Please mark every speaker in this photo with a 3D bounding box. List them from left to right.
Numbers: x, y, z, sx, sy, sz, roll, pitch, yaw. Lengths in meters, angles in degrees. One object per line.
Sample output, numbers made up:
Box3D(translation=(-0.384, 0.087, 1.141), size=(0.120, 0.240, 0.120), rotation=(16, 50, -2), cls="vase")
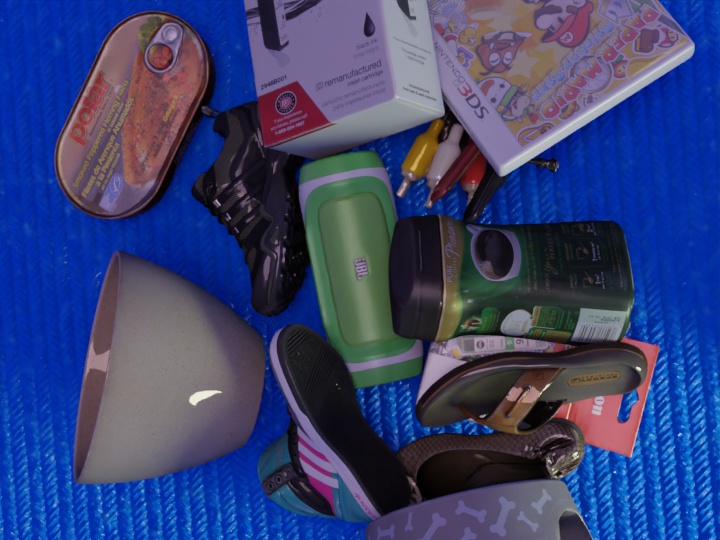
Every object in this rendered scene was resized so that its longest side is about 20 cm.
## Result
Box3D(translation=(0.000, 0.000, 1.061), size=(0.087, 0.088, 0.203), rotation=(-12, 88, 8), cls="speaker")

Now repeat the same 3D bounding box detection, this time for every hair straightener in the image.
Box3D(translation=(0.145, -0.118, 1.047), size=(0.077, 0.041, 0.201), rotation=(38, 74, -8), cls="hair straightener")

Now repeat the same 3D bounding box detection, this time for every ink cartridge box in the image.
Box3D(translation=(-0.020, -0.216, 1.029), size=(0.143, 0.083, 0.203), rotation=(-15, 77, 33), cls="ink cartridge box")
Box3D(translation=(0.158, 0.092, 1.054), size=(0.198, 0.050, 0.110), rotation=(15, 91, 8), cls="ink cartridge box")

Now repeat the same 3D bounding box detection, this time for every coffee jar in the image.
Box3D(translation=(0.122, 0.009, 0.995), size=(0.197, 0.086, 0.105), rotation=(3, 56, -5), cls="coffee jar")

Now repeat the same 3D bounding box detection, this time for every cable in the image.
Box3D(translation=(0.097, -0.150, 1.066), size=(0.096, 0.050, 0.203), rotation=(12, 91, 3), cls="cable")

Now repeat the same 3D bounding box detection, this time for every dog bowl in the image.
Box3D(translation=(0.094, 0.225, 0.996), size=(0.198, 0.200, 0.059), rotation=(-14, 71, 8), cls="dog bowl")

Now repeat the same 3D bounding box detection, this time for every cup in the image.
Box3D(translation=(-0.164, 0.096, 1.046), size=(0.142, 0.200, 0.203), rotation=(12, 91, -17), cls="cup")

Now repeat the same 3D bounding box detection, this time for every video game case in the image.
Box3D(translation=(0.154, -0.204, 1.029), size=(0.199, 0.023, 0.183), rotation=(-32, 68, -4), cls="video game case")

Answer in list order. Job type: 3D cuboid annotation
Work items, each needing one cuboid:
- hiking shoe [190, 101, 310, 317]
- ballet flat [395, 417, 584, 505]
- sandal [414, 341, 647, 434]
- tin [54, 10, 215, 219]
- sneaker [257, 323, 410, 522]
Box3D(translation=(-0.102, -0.056, 1.090), size=(0.099, 0.076, 0.203), rotation=(-4, 80, 16), cls="hiking shoe")
Box3D(translation=(0.102, 0.174, 1.037), size=(0.198, 0.047, 0.068), rotation=(-16, 116, 26), cls="ballet flat")
Box3D(translation=(0.144, 0.108, 0.990), size=(0.197, 0.082, 0.055), rotation=(-7, 55, 1), cls="sandal")
Box3D(translation=(-0.211, -0.144, 1.117), size=(0.111, 0.042, 0.202), rotation=(27, 93, 3), cls="tin")
Box3D(translation=(-0.050, 0.143, 1.046), size=(0.120, 0.084, 0.201), rotation=(-17, 111, 37), cls="sneaker")
